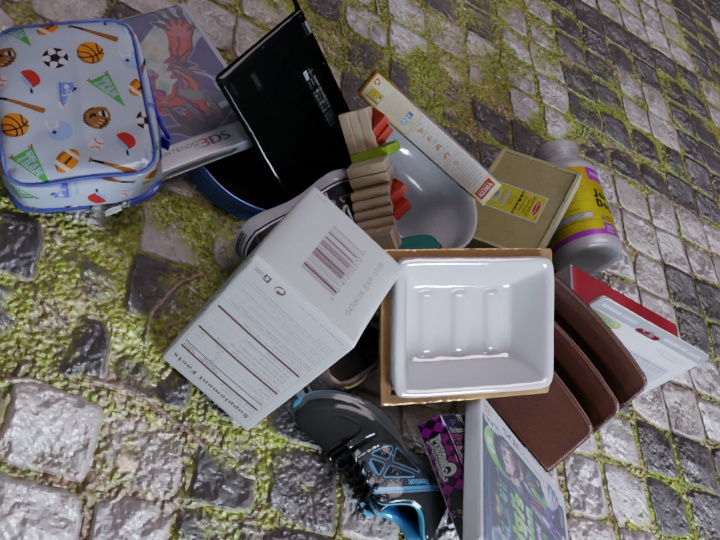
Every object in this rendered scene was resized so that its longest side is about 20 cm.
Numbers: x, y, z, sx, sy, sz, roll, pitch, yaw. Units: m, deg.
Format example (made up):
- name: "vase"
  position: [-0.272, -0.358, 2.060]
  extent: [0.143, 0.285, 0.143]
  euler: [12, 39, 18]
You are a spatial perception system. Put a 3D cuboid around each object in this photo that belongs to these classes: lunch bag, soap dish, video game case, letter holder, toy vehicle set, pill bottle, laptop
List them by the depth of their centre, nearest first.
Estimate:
- name: "lunch bag"
  position: [-0.273, -0.149, 0.816]
  extent: [0.159, 0.076, 0.201]
  euler: [-9, 69, -17]
- name: "video game case"
  position: [0.162, 0.250, 0.845]
  extent: [0.182, 0.023, 0.200]
  euler: [50, 26, -21]
- name: "soap dish"
  position: [0.107, 0.055, 0.883]
  extent: [0.199, 0.081, 0.158]
  euler: [-1, 93, -21]
- name: "video game case"
  position: [0.148, 0.244, 0.898]
  extent: [0.200, 0.036, 0.182]
  euler: [14, 51, -58]
- name: "video game case"
  position: [-0.222, -0.195, 0.911]
  extent: [0.182, 0.023, 0.200]
  euler: [-27, 74, -30]
- name: "laptop"
  position: [-0.080, -0.204, 0.964]
  extent: [0.200, 0.116, 0.188]
  euler: [-46, 128, -22]
- name: "letter holder"
  position: [0.216, 0.104, 0.978]
  extent: [0.200, 0.142, 0.100]
  euler: [50, 28, 18]
- name: "toy vehicle set"
  position: [0.220, -0.089, 1.172]
  extent: [0.124, 0.027, 0.200]
  euler: [23, 51, 18]
- name: "pill bottle"
  position: [0.321, -0.098, 1.269]
  extent: [0.104, 0.104, 0.201]
  euler: [10, 56, -34]

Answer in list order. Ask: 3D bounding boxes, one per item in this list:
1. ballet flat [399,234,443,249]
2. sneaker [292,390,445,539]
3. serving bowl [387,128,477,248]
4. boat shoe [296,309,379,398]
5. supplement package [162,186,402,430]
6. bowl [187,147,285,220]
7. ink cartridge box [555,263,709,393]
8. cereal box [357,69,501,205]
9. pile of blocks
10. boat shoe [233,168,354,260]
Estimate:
- name: "ballet flat"
  position: [0.000, 0.000, 0.965]
  extent: [0.199, 0.063, 0.069]
  euler: [-3, 42, -11]
- name: "sneaker"
  position: [0.012, 0.196, 0.841]
  extent: [0.200, 0.073, 0.082]
  euler: [37, 44, -13]
- name: "serving bowl"
  position: [0.056, -0.094, 1.081]
  extent: [0.199, 0.066, 0.201]
  euler: [20, 50, -27]
- name: "boat shoe"
  position: [0.004, 0.079, 0.924]
  extent: [0.072, 0.059, 0.200]
  euler: [49, 44, 0]
- name: "supplement package"
  position: [-0.076, 0.041, 0.784]
  extent: [0.117, 0.200, 0.117]
  euler: [42, 44, -7]
- name: "bowl"
  position: [-0.125, -0.143, 0.987]
  extent: [0.200, 0.039, 0.202]
  euler: [21, 50, -27]
- name: "ink cartridge box"
  position: [0.320, 0.083, 1.093]
  extent: [0.199, 0.175, 0.084]
  euler: [27, 47, -23]
- name: "cereal box"
  position: [0.081, -0.167, 1.028]
  extent: [0.200, 0.040, 0.144]
  euler: [41, 10, -9]
- name: "pile of blocks"
  position: [0.028, -0.095, 0.929]
  extent: [0.082, 0.062, 0.201]
  euler: [14, 67, -64]
- name: "boat shoe"
  position: [-0.045, -0.052, 0.914]
  extent: [0.068, 0.074, 0.199]
  euler: [35, 39, 23]
